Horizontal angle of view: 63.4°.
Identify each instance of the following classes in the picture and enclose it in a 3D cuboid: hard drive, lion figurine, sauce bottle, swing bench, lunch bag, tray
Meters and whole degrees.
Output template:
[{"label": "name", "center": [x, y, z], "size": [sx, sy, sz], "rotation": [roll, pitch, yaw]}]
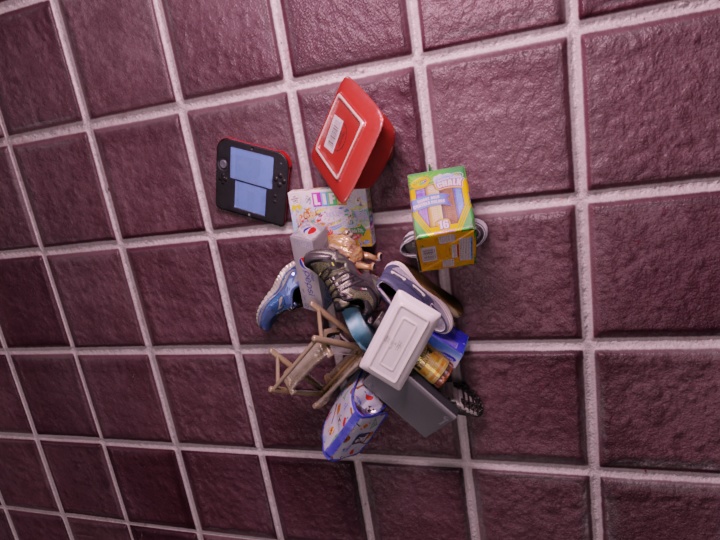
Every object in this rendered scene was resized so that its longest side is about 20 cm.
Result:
[{"label": "hard drive", "center": [0.110, 0.280, 1.306], "size": [0.198, 0.033, 0.140], "rotation": [40, 139, -1]}, {"label": "lion figurine", "center": [0.000, 0.000, 1.328], "size": [0.119, 0.073, 0.204], "rotation": [9, 137, 29]}, {"label": "sauce bottle", "center": [0.111, 0.169, 1.264], "size": [0.198, 0.066, 0.067], "rotation": [38, 117, 3]}, {"label": "swing bench", "center": [-0.089, 0.213, 1.382], "size": [0.196, 0.132, 0.200], "rotation": [28, 120, -27]}, {"label": "lunch bag", "center": [-0.009, 0.344, 1.398], "size": [0.122, 0.200, 0.172], "rotation": [36, 116, 4]}, {"label": "tray", "center": [0.080, 0.151, 1.214], "size": [0.105, 0.022, 0.205], "rotation": [28, 111, 5]}]

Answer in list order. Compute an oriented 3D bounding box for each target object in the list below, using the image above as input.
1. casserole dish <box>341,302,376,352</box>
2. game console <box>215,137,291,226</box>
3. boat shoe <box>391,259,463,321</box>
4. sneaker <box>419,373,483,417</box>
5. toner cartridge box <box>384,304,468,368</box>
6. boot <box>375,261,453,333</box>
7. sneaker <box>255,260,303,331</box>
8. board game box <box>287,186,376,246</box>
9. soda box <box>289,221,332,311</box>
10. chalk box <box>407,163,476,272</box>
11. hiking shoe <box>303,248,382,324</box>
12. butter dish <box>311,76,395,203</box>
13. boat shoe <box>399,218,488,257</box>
[{"label": "casserole dish", "center": [-0.011, 0.092, 1.332], "size": [0.038, 0.121, 0.204], "rotation": [-29, 55, 10]}, {"label": "game console", "center": [-0.259, -0.212, 1.393], "size": [0.193, 0.031, 0.183], "rotation": [17, 113, 15]}, {"label": "boat shoe", "center": [0.140, 0.055, 1.314], "size": [0.198, 0.073, 0.066], "rotation": [38, 111, 4]}, {"label": "sneaker", "center": [0.196, 0.303, 1.367], "size": [0.195, 0.068, 0.091], "rotation": [24, 132, -19]}, {"label": "toner cartridge box", "center": [0.148, 0.133, 1.326], "size": [0.196, 0.095, 0.044], "rotation": [32, 118, 7]}, {"label": "boot", "center": [0.113, 0.076, 1.246], "size": [0.199, 0.091, 0.073], "rotation": [43, 124, -1]}, {"label": "sneaker", "center": [-0.190, 0.079, 1.442], "size": [0.088, 0.078, 0.202], "rotation": [37, 116, 6]}, {"label": "board game box", "center": [-0.066, -0.123, 1.350], "size": [0.193, 0.034, 0.140], "rotation": [-2, 107, 21]}, {"label": "soda box", "center": [-0.106, -0.005, 1.354], "size": [0.062, 0.068, 0.206], "rotation": [13, 128, 26]}, {"label": "chalk box", "center": [0.164, -0.122, 1.186], "size": [0.119, 0.206, 0.126], "rotation": [-7, 148, 8]}, {"label": "hiking shoe", "center": [-0.043, 0.032, 1.248], "size": [0.195, 0.103, 0.076], "rotation": [28, 148, -2]}, {"label": "butter dish", "center": [0.008, -0.264, 1.221], "size": [0.201, 0.144, 0.204], "rotation": [55, 128, 41]}, {"label": "boat shoe", "center": [0.178, -0.065, 1.261], "size": [0.193, 0.068, 0.074], "rotation": [-6, 107, 22]}]
